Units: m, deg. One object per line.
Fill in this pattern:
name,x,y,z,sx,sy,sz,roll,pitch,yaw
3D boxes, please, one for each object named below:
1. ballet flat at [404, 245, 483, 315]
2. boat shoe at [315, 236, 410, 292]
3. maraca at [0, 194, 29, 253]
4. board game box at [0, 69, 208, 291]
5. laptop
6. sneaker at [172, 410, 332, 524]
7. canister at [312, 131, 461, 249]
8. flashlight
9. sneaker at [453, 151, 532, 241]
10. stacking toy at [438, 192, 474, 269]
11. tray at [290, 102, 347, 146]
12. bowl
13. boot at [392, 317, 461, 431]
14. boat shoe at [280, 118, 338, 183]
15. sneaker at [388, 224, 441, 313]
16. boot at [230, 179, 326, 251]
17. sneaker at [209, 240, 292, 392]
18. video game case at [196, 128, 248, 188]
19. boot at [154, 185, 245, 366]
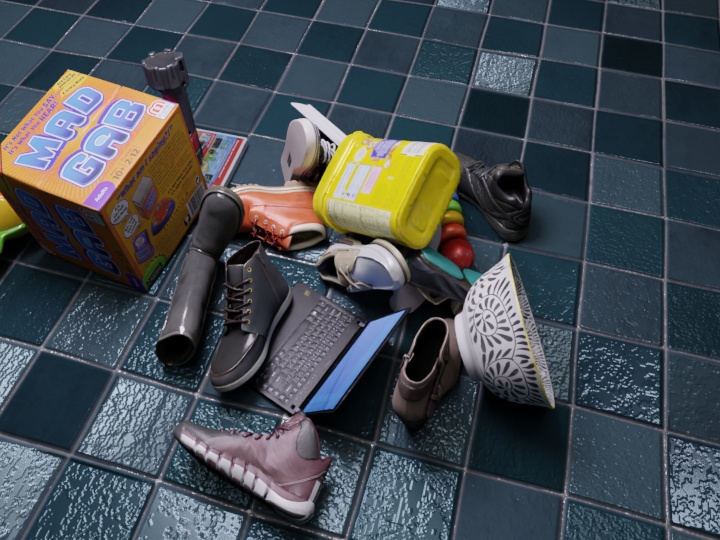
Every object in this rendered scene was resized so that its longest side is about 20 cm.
ballet flat,0.136,0.026,0.938,0.197,0.073,0.074,25,46,-27
boat shoe,0.000,0.000,0.924,0.068,0.076,0.199,-31,17,-20
maraca,-0.560,-0.096,1.017,0.134,0.108,0.202,18,55,12
board game box,-0.376,-0.132,0.974,0.196,0.201,0.202,19,60,13
laptop,-0.061,0.092,0.878,0.198,0.104,0.178,29,57,20
sneaker,-0.123,0.211,0.805,0.197,0.076,0.117,29,65,8
canister,0.034,-0.116,0.934,0.198,0.086,0.151,19,79,52
flashlight,-0.303,-0.252,1.053,0.067,0.202,0.068,21,56,17
sneaker,0.207,-0.152,1.057,0.075,0.115,0.201,-23,54,-19
stacking toy,0.128,-0.083,1.030,0.083,0.086,0.203,-9,58,-7
tray,-0.030,-0.221,1.117,0.022,0.107,0.200,-49,62,8
bowl,0.179,0.089,0.852,0.092,0.201,0.204,-16,50,17
boot,0.094,0.108,0.839,0.069,0.148,0.202,14,54,13
boat shoe,-0.068,-0.190,1.041,0.091,0.200,0.076,-12,85,-17
sneaker,0.060,-0.036,0.995,0.113,0.075,0.205,2,76,50
boot,-0.149,-0.076,1.027,0.195,0.076,0.109,-10,58,-9
sneaker,-0.167,0.058,0.887,0.073,0.107,0.202,-6,40,26
video game case,-0.312,-0.196,1.149,0.195,0.018,0.145,11,54,9
boot,-0.226,0.008,0.907,0.071,0.183,0.202,20,47,-6
